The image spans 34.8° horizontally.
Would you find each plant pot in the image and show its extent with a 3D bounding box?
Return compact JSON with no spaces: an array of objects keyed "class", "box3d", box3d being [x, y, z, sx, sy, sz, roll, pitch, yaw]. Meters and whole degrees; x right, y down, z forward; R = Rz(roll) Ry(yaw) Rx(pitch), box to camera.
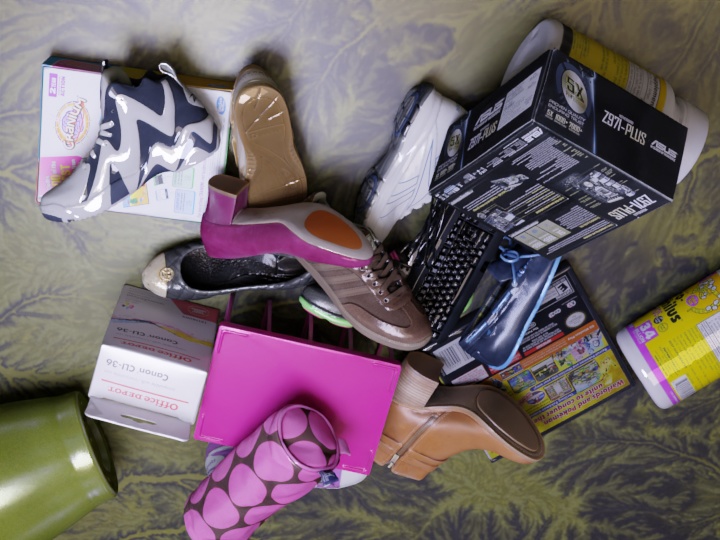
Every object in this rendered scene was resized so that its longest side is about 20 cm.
[{"class":"plant pot","box3d":[-0.385,0.232,1.304,0.192,0.200,0.202,-21,113,-7]}]

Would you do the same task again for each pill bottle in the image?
[{"class":"pill bottle","box3d":[0.399,0.065,1.304,0.199,0.104,0.105,-33,110,10]},{"class":"pill bottle","box3d":[0.252,-0.167,1.196,0.199,0.114,0.115,26,109,-13]}]

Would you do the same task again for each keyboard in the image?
[{"class":"keyboard","box3d":[0.100,-0.019,1.234,0.104,0.040,0.201,24,98,-21]}]

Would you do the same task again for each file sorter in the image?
[{"class":"file sorter","box3d":[-0.071,0.119,1.292,0.198,0.126,0.140,13,111,-7]}]

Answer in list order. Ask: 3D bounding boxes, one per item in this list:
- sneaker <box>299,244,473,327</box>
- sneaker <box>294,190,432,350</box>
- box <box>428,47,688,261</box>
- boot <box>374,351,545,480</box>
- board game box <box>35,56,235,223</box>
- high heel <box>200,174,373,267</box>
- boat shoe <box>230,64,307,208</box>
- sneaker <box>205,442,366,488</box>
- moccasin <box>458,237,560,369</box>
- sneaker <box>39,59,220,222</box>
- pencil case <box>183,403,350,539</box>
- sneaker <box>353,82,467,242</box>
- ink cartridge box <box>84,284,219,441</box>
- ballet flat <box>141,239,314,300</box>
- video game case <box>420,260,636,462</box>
[{"class":"sneaker","box3d":[0.027,0.013,1.288,0.198,0.077,0.084,-7,107,-11]},{"class":"sneaker","box3d":[0.000,0.000,1.202,0.200,0.070,0.076,41,139,16]},{"class":"box","box3d":[0.189,-0.106,1.127,0.163,0.200,0.087,27,64,-16]},{"class":"boot","box3d":[0.103,0.198,1.345,0.199,0.074,0.155,33,124,9]},{"class":"board game box","box3d":[-0.240,-0.137,1.225,0.198,0.040,0.154,8,112,-6]},{"class":"high heel","box3d":[-0.080,-0.023,1.191,0.199,0.067,0.096,20,128,14]},{"class":"boat shoe","box3d":[-0.099,-0.128,1.221,0.073,0.069,0.201,-8,134,-7]},{"class":"sneaker","box3d":[-0.084,0.243,1.351,0.199,0.114,0.073,5,111,-6]},{"class":"moccasin","box3d":[0.170,0.011,1.268,0.068,0.080,0.201,23,93,-3]},{"class":"sneaker","box3d":[-0.253,-0.141,1.158,0.198,0.080,0.130,-24,110,7]},{"class":"pencil case","box3d":[-0.103,0.227,1.228,0.093,0.091,0.200,11,140,-41]},{"class":"sneaker","box3d":[0.055,-0.098,1.241,0.087,0.075,0.201,23,111,-18]},{"class":"ink cartridge box","box3d":[-0.220,0.096,1.236,0.116,0.200,0.068,15,112,-9]},{"class":"ballet flat","box3d":[-0.143,-0.006,1.268,0.198,0.057,0.067,-6,87,-4]},{"class":"video game case","box3d":[0.198,0.111,1.357,0.199,0.026,0.181,-30,110,8]}]
